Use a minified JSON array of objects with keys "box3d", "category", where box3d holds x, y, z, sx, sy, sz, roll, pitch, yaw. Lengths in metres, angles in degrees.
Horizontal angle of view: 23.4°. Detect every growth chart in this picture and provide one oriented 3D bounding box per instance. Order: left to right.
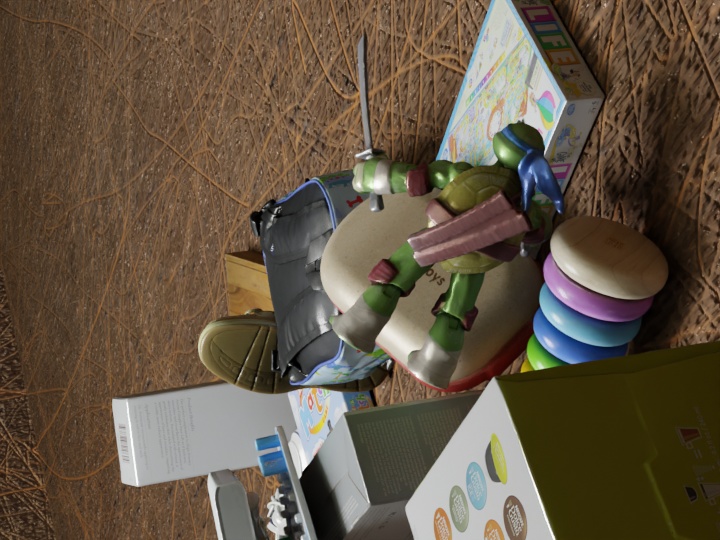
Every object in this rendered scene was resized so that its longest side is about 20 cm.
[{"box3d":[-0.067,0.283,1.420,0.201,0.018,0.146,-109,11,-45],"category":"growth chart"}]

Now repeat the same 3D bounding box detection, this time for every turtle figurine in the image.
[{"box3d":[0.060,-0.031,1.253,0.200,0.143,0.195,38,103,40],"category":"turtle figurine"}]

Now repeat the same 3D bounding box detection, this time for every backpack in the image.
[{"box3d":[0.000,0.000,1.550,0.200,0.146,0.185,144,117,-70],"category":"backpack"}]

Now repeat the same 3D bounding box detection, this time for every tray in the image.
[{"box3d":[-0.106,0.037,1.979,0.200,0.037,0.100,-164,69,-68],"category":"tray"}]

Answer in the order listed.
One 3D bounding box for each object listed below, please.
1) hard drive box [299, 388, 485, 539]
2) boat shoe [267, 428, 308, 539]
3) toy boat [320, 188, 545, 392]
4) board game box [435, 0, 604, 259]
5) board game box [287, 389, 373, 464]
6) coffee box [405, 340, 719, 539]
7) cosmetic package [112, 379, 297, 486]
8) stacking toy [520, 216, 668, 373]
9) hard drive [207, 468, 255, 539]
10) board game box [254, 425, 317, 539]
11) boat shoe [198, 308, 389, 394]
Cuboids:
[{"box3d":[0.066,0.160,1.364,0.156,0.198,0.077,122,136,-57],"category":"hard drive box"},{"box3d":[-0.071,0.274,1.922,0.073,0.065,0.202,-160,65,-66],"category":"boat shoe"},{"box3d":[0.063,0.024,1.382,0.200,0.130,0.131,40,169,37],"category":"toy boat"},{"box3d":[0.120,-0.109,1.366,0.201,0.034,0.135,109,147,-47],"category":"board game box"},{"box3d":[-0.017,0.183,1.800,0.152,0.036,0.202,119,139,-56],"category":"board game box"},{"box3d":[0.170,0.183,1.107,0.198,0.198,0.201,118,139,-54],"category":"coffee box"},{"box3d":[-0.173,0.178,1.968,0.074,0.198,0.103,174,89,-68],"category":"cosmetic package"},{"box3d":[0.149,0.065,1.245,0.086,0.085,0.201,57,139,48],"category":"stacking toy"},{"box3d":[-0.098,0.232,1.413,0.200,0.026,0.133,150,108,-83],"category":"hard drive"},{"box3d":[-0.044,0.258,1.377,0.201,0.026,0.201,88,165,-52],"category":"board game box"},{"box3d":[-0.067,0.073,1.676,0.063,0.199,0.074,52,132,54],"category":"boat shoe"}]
